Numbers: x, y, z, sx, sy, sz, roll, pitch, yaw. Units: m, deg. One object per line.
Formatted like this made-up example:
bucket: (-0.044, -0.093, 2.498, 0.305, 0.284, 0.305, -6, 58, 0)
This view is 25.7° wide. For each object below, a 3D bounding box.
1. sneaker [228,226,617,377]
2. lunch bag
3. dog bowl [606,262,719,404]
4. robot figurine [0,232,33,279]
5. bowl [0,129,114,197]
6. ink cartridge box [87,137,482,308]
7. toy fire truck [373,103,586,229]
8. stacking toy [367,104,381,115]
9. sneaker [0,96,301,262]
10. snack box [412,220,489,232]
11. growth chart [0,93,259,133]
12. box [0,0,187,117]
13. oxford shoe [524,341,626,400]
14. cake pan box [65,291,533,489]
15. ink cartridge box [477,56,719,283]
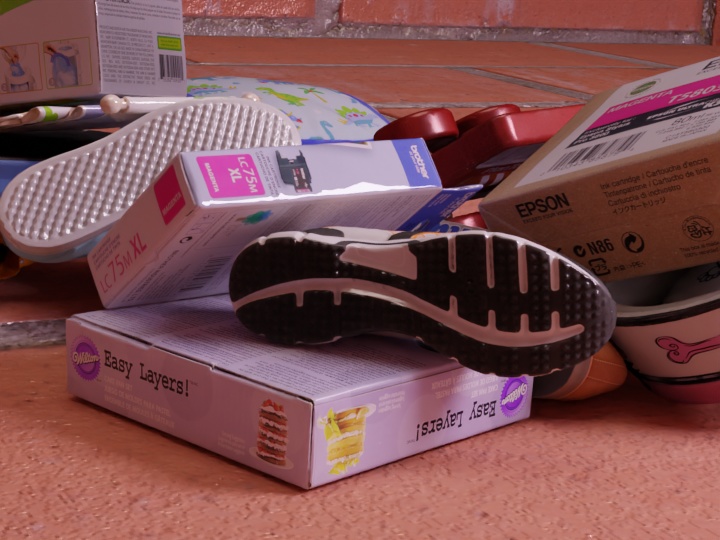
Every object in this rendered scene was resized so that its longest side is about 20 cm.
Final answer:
sneaker: (0.036, 0.006, 0.827, 0.200, 0.074, 0.080, 9, 12, 16)
lunch bag: (-0.086, -0.106, 1.365, 0.170, 0.128, 0.200, -9, 9, -44)
dog bowl: (0.232, 0.006, 0.937, 0.200, 0.074, 0.200, -26, 15, 8)
robot figurine: (-0.303, -0.020, 1.082, 0.145, 0.058, 0.200, 8, 13, 23)
bowl: (-0.234, -0.074, 1.123, 0.200, 0.039, 0.201, 3, 12, -1)
ink cartridge box: (-0.041, -0.029, 0.895, 0.200, 0.042, 0.119, -5, -24, -38)
toy fire truck: (0.120, -0.084, 1.217, 0.200, 0.112, 0.168, -10, -11, -43)
stacking toy: (0.031, -0.095, 1.470, 0.085, 0.085, 0.200, -3, 20, -28)
sneaker: (-0.138, -0.057, 1.020, 0.200, 0.074, 0.082, -16, -7, -16)
snack box: (0.076, -0.004, 1.104, 0.200, 0.072, 0.024, 14, 61, 37)
growth chart: (-0.187, -0.104, 1.076, 0.200, 0.018, 0.145, -1, 4, 41)
box: (-0.236, -0.162, 1.096, 0.200, 0.101, 0.112, -2, 3, 26)
oxford shoe: (0.076, 0.037, 0.960, 0.071, 0.071, 0.200, 16, 7, -43)
cake pan box: (-0.035, 0.052, 0.872, 0.200, 0.052, 0.184, 15, 15, 39)
ink cartridge box: (0.197, -0.066, 0.956, 0.200, 0.075, 0.165, -14, 21, 45)
